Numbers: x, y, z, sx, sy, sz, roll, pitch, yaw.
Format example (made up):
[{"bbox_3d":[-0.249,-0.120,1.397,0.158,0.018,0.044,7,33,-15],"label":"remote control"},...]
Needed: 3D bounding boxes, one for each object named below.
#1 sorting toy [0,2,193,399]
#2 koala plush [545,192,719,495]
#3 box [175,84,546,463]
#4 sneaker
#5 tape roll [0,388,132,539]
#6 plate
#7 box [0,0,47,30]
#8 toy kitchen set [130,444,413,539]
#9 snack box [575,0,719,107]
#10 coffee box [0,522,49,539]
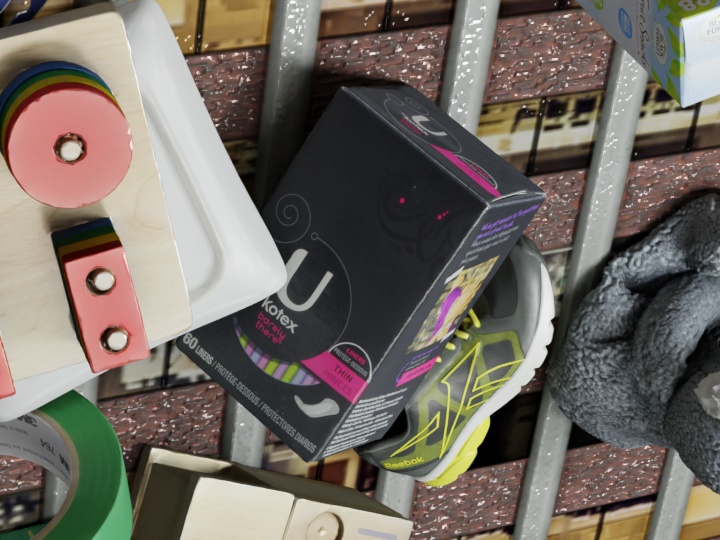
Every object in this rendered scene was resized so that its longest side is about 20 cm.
[{"bbox_3d":[-0.203,-0.022,1.367,0.199,0.070,0.200,-16,115,-9],"label":"sorting toy"},{"bbox_3d":[0.245,0.088,1.708,0.183,0.200,0.178,-32,134,-5],"label":"koala plush"},{"bbox_3d":[0.000,0.000,1.529,0.200,0.122,0.106,-57,162,18],"label":"box"},{"bbox_3d":[0.061,0.063,1.668,0.084,0.075,0.200,7,120,-34],"label":"sneaker"},{"bbox_3d":[-0.235,0.141,1.466,0.200,0.201,0.048,-19,133,-16],"label":"tape roll"},{"bbox_3d":[-0.165,-0.028,1.438,0.199,0.032,0.200,-26,114,-2],"label":"plate"},{"bbox_3d":[-0.248,-0.187,1.321,0.200,0.032,0.121,31,105,-40],"label":"box"},{"bbox_3d":[-0.063,0.243,1.626,0.180,0.163,0.201,15,95,-34],"label":"toy kitchen set"},{"bbox_3d":[0.210,-0.195,1.469,0.168,0.200,0.068,-21,133,-16],"label":"snack box"},{"bbox_3d":[-0.278,0.240,1.626,0.199,0.044,0.123,-11,128,-23],"label":"coffee box"}]
